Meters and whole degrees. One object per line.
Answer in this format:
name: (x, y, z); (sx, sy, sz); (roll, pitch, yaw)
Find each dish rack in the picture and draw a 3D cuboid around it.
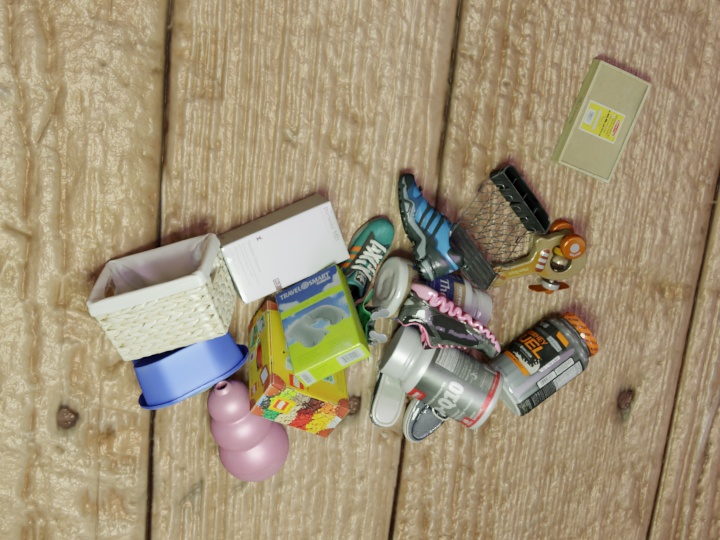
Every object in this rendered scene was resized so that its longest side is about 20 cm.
dish rack: (0.243, -0.071, 1.744); (0.154, 0.054, 0.200); (49, 63, -24)

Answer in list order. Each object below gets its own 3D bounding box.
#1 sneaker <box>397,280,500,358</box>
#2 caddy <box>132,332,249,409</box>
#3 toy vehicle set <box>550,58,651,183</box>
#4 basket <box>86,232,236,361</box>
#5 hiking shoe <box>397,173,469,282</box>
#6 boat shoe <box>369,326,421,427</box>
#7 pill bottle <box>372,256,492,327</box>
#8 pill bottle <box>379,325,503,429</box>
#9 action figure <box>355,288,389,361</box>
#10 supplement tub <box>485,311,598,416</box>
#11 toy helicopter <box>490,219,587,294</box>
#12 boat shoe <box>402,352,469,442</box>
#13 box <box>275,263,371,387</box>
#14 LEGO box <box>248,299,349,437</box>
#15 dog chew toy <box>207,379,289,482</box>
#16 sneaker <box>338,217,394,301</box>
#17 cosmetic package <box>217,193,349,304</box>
sneaker: (0.147, 0.103, 1.658); (0.200, 0.079, 0.096); (34, 89, -14)
caddy: (-0.284, 0.157, 1.608); (0.199, 0.141, 0.105); (-26, 108, -10)
toy vehicle set: (0.447, -0.275, 1.802); (0.124, 0.027, 0.201); (19, 99, -24)
basket: (-0.307, 0.044, 1.540); (0.199, 0.136, 0.124); (-14, 120, 11)
hiking shoe: (0.119, -0.079, 1.680); (0.086, 0.074, 0.201); (-15, 75, -1)
boat shoe: (0.067, 0.191, 1.781); (0.075, 0.062, 0.201); (19, 79, -12)
pill bottle: (0.131, 0.052, 1.739); (0.199, 0.111, 0.111); (16, 100, -23)
pill bottle: (0.140, 0.184, 1.708); (0.199, 0.114, 0.114); (29, 95, -5)
action figure: (0.008, 0.094, 1.666); (0.054, 0.200, 0.119); (8, 86, -11)
supplement tub: (0.345, 0.174, 1.847); (0.200, 0.123, 0.123); (-36, 114, -7)
toy helicopter: (0.330, -0.004, 1.829); (0.199, 0.079, 0.133); (-15, 120, -4)
boat shoe: (0.158, 0.249, 1.817); (0.075, 0.093, 0.200); (32, 93, -25)
box: (-0.066, 0.080, 1.591); (0.122, 0.200, 0.048); (-27, 137, 8)
LEGO box: (-0.107, 0.163, 1.633); (0.148, 0.200, 0.077); (23, 124, -24)
dog chew toy: (-0.200, 0.268, 1.667); (0.124, 0.125, 0.201); (-28, 124, -10)
sneaker: (0.000, 0.000, 1.693); (0.071, 0.080, 0.200); (35, 92, -25)
cosmetic package: (-0.131, -0.038, 1.636); (0.199, 0.081, 0.113); (-25, 111, -10)
